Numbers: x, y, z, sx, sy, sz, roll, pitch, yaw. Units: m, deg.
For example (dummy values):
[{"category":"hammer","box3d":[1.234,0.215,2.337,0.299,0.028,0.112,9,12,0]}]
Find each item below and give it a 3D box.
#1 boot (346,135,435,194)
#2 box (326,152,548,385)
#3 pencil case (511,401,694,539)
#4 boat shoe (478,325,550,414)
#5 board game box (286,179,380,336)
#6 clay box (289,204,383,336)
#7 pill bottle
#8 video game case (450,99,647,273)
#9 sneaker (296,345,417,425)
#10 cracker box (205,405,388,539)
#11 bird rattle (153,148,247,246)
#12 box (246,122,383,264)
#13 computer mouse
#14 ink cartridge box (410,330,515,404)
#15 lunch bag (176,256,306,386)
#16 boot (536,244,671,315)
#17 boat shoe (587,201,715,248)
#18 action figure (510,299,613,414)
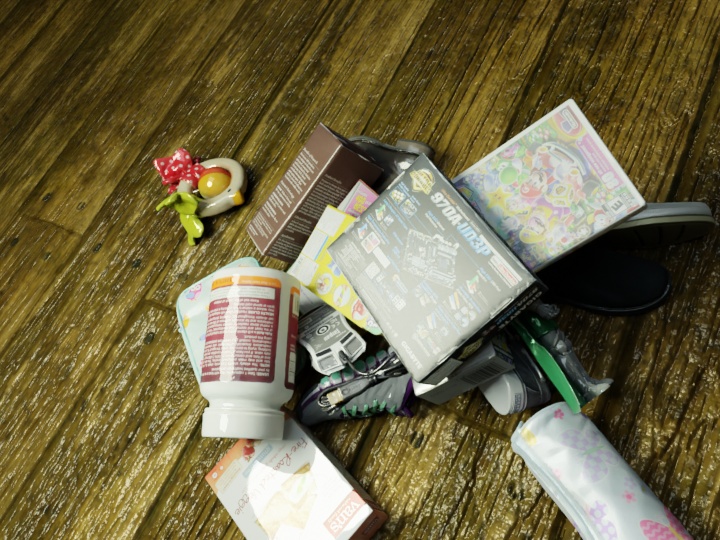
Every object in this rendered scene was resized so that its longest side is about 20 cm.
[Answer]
[{"category":"boot","box3d":[0.017,-0.115,0.917,0.200,0.069,0.174,7,72,36]},{"category":"box","box3d":[0.072,-0.004,0.640,0.159,0.046,0.200,-44,59,15]},{"category":"pencil case","box3d":[0.239,0.230,0.595,0.091,0.083,0.200,-21,51,-15]},{"category":"boat shoe","box3d":[0.161,0.088,0.730,0.068,0.072,0.200,-7,36,-19]},{"category":"board game box","box3d":[-0.009,-0.007,0.842,0.200,0.040,0.153,-50,55,9]},{"category":"clay box","box3d":[0.000,0.000,0.761,0.200,0.048,0.115,32,93,45]},{"category":"pill bottle","box3d":[-0.137,0.105,0.738,0.114,0.114,0.200,-5,72,22]},{"category":"video game case","box3d":[0.172,-0.069,0.633,0.200,0.018,0.143,-34,62,21]},{"category":"sneaker","box3d":[0.015,0.160,0.748,0.200,0.074,0.088,-31,58,4]},{"category":"cracker box","box3d":[-0.083,0.277,0.729,0.134,0.058,0.200,-47,54,-7]},{"category":"bird rattle","box3d":[-0.281,-0.146,1.073,0.163,0.113,0.200,-14,42,2]},{"category":"box","box3d":[-0.070,-0.106,0.886,0.200,0.100,0.075,-50,51,17]},{"category":"computer mouse","box3d":[-0.024,0.101,0.736,0.110,0.044,0.200,-32,29,-8]},{"category":"ink cartridge box","box3d":[0.101,0.044,0.712,0.109,0.050,0.200,-34,47,28]},{"category":"lunch bag","box3d":[-0.179,0.089,0.869,0.160,0.077,0.200,-31,57,5]},{"category":"boot","box3d":[0.250,-0.019,0.686,0.200,0.168,0.077,7,67,28]},{"category":"boat shoe","box3d":[0.323,-0.067,0.740,0.200,0.075,0.068,-5,65,23]},{"category":"action figure","box3d":[0.195,0.056,0.662,0.055,0.118,0.200,-43,71,17]}]
